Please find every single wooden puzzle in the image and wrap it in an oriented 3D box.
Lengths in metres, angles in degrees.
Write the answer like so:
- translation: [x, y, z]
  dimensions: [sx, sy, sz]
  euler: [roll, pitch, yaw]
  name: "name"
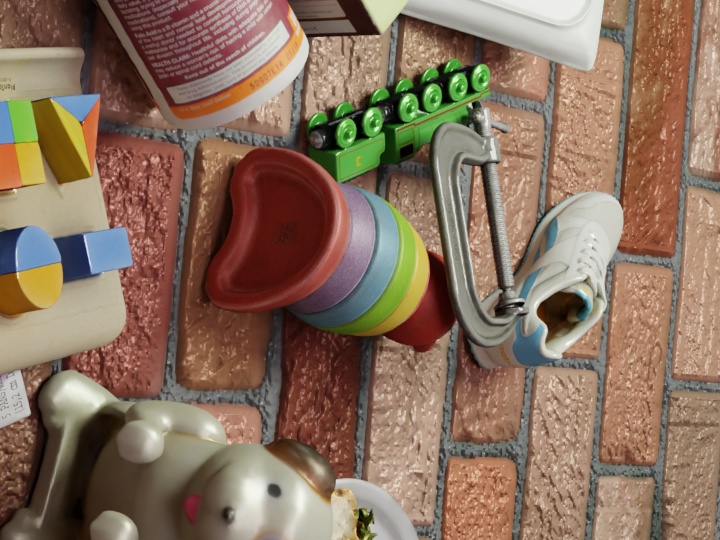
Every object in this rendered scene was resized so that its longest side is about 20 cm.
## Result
- translation: [-0.201, -0.041, 1.327]
  dimensions: [0.185, 0.046, 0.200]
  euler: [-16, 100, -66]
  name: "wooden puzzle"

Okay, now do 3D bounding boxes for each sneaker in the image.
- translation: [0.173, 0.010, 1.746]
  dimensions: [0.200, 0.081, 0.077]
  euler: [-52, 125, -32]
  name: "sneaker"

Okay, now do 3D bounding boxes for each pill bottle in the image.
- translation: [-0.125, -0.204, 1.400]
  dimensions: [0.114, 0.114, 0.200]
  euler: [-50, 125, -32]
  name: "pill bottle"

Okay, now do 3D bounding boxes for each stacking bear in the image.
- translation: [0.000, 0.000, 1.552]
  dimensions: [0.200, 0.114, 0.122]
  euler: [26, 73, -48]
  name: "stacking bear"

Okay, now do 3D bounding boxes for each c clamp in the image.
- translation: [0.098, -0.036, 1.626]
  dimensions: [0.171, 0.027, 0.200]
  euler: [19, 63, -63]
  name: "c clamp"

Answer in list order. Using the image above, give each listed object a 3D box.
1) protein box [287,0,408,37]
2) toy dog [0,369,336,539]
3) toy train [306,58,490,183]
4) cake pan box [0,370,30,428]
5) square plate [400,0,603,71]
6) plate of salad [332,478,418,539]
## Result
- translation: [-0.028, -0.302, 1.481]
  dimensions: [0.199, 0.135, 0.200]
  euler: [-54, 128, -29]
  name: "protein box"
- translation: [-0.109, 0.163, 1.375]
  dimensions: [0.194, 0.200, 0.140]
  euler: [37, 67, -40]
  name: "toy dog"
- translation: [0.033, -0.114, 1.624]
  dimensions: [0.200, 0.042, 0.056]
  euler: [-25, 120, -43]
  name: "toy train"
- translation: [-0.302, 0.033, 1.275]
  dimensions: [0.184, 0.052, 0.200]
  euler: [-22, 107, -41]
  name: "cake pan box"
- translation: [0.123, -0.278, 1.666]
  dimensions: [0.198, 0.028, 0.200]
  euler: [15, 83, -23]
  name: "square plate"
- translation: [-0.011, 0.258, 1.592]
  dimensions: [0.200, 0.048, 0.200]
  euler: [-3, 94, -47]
  name: "plate of salad"
